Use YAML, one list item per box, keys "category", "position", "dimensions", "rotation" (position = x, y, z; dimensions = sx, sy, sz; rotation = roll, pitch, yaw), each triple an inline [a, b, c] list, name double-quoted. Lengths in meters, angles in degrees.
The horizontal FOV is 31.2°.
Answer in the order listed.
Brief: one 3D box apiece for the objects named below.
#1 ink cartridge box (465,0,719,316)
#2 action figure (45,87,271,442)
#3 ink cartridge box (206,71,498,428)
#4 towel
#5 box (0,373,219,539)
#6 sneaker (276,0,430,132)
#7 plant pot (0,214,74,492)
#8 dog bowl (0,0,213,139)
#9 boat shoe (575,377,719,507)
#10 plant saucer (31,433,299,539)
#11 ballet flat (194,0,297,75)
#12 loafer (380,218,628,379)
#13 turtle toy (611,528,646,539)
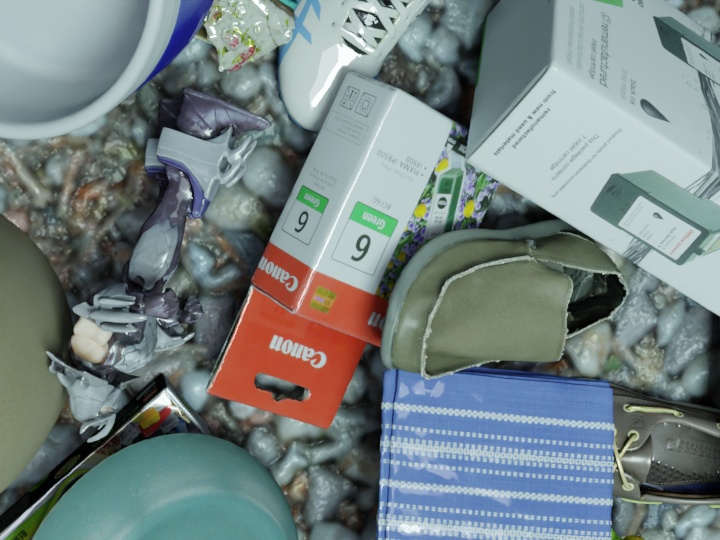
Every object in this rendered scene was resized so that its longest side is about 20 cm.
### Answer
- category: "ink cartridge box"
  position: [0.168, -0.084, 0.751]
  dimensions: [0.198, 0.147, 0.084]
  rotation: [29, 132, -16]
- category: "action figure"
  position: [-0.117, 0.001, 0.722]
  dimensions: [0.069, 0.130, 0.203]
  rotation: [21, 86, -4]
- category: "ink cartridge box"
  position: [0.000, 0.000, 0.752]
  dimensions: [0.108, 0.050, 0.202]
  rotation: [22, 94, -43]
- category: "towel"
  position: [0.076, 0.157, 0.744]
  dimensions: [0.142, 0.024, 0.203]
  rotation: [6, 81, -10]
- category: "box"
  position: [-0.159, 0.171, 0.780]
  dimensions: [0.200, 0.035, 0.110]
  rotation: [-42, 106, -4]
- category: "sneaker"
  position: [0.014, -0.171, 0.746]
  dimensions: [0.071, 0.072, 0.202]
  rotation: [30, 93, -17]
- category: "plant pot"
  position: [-0.239, 0.063, 0.659]
  dimensions: [0.184, 0.200, 0.191]
  rotation: [-2, 100, -13]
- category: "dog bowl"
  position: [-0.171, -0.174, 0.649]
  dimensions: [0.197, 0.079, 0.203]
  rotation: [9, 118, 16]
- category: "boat shoe"
  position: [0.178, 0.116, 0.836]
  dimensions: [0.197, 0.060, 0.073]
  rotation: [9, 97, -14]
- category: "plant saucer"
  position: [-0.101, 0.195, 0.722]
  dimensions: [0.198, 0.036, 0.203]
  rotation: [-7, 100, -41]
- category: "ballet flat"
  position: [-0.121, -0.185, 0.715]
  dimensions: [0.200, 0.076, 0.064]
  rotation: [42, 105, -12]
- category: "loafer"
  position: [0.090, 0.016, 0.746]
  dimensions: [0.199, 0.069, 0.076]
  rotation: [-20, 128, -44]
- category: "turtle toy"
  position: [0.100, 0.229, 0.811]
  dimensions: [0.144, 0.101, 0.203]
  rotation: [17, 87, -13]
